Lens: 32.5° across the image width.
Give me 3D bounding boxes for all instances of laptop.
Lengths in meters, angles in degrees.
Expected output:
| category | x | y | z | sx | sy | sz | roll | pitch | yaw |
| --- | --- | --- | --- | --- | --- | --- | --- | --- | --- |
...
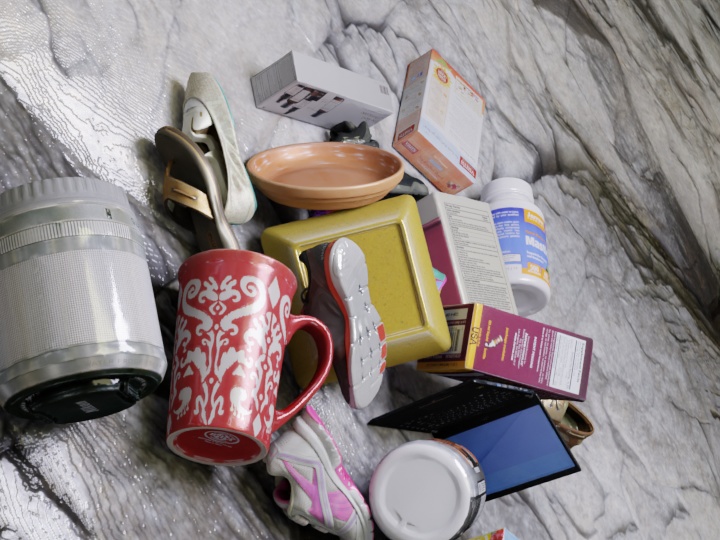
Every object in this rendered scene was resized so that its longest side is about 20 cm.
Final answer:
| category | x | y | z | sx | sy | sz | roll | pitch | yaw |
| --- | --- | --- | --- | --- | --- | --- | --- | --- | --- |
| laptop | 0.144 | 0.220 | 1.559 | 0.199 | 0.177 | 0.104 | 15 | 57 | -46 |

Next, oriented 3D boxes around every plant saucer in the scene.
| category | x | y | z | sx | sy | sz | roll | pitch | yaw |
| --- | --- | --- | --- | --- | --- | --- | --- | --- | --- |
| plant saucer | -0.001 | 0.022 | 1.487 | 0.198 | 0.048 | 0.202 | -14 | 86 | -10 |
| plant saucer | -0.044 | -0.118 | 1.551 | 0.200 | 0.199 | 0.038 | -33 | 128 | -54 |

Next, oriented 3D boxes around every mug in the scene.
| category | x | y | z | sx | sy | sz | roll | pitch | yaw |
| --- | --- | --- | --- | --- | --- | --- | --- | --- | --- |
| mug | -0.121 | 0.097 | 1.322 | 0.134 | 0.176 | 0.201 | 89 | 5 | -59 |

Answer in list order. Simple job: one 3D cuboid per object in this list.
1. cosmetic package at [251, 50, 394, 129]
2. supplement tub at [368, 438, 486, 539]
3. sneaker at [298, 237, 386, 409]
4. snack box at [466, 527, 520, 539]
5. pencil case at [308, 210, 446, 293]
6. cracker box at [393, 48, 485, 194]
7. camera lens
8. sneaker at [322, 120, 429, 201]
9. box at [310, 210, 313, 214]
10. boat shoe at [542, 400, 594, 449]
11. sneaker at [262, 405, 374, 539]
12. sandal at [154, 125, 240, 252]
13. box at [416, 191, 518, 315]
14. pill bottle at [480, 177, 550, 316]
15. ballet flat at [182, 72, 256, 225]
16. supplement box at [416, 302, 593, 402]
| category | x | y | z | sx | sy | sz | roll | pitch | yaw |
| --- | --- | --- | --- | --- | --- | --- | --- | --- | --- |
| cosmetic package | -0.049 | -0.238 | 1.690 | 0.199 | 0.082 | 0.051 | 10 | 63 | -48 |
| supplement tub | 0.084 | 0.261 | 1.458 | 0.200 | 0.122 | 0.123 | 33 | 36 | -78 |
| sneaker | -0.026 | 0.061 | 1.430 | 0.077 | 0.081 | 0.202 | -20 | 104 | -56 |
| snack box | 0.134 | 0.385 | 1.421 | 0.168 | 0.199 | 0.068 | 40 | 42 | -29 |
| pencil case | 0.009 | -0.011 | 1.557 | 0.199 | 0.089 | 0.089 | 32 | 41 | -3 |
| cracker box | 0.125 | -0.230 | 1.923 | 0.134 | 0.058 | 0.201 | 40 | 40 | -28 |
| camera lens | -0.274 | 0.033 | 1.165 | 0.159 | 0.159 | 0.201 | 7 | 63 | -49 |
| sneaker | 0.020 | -0.149 | 1.723 | 0.199 | 0.076 | 0.115 | 7 | 69 | -43 |
| box | 0.000 | 0.000 | 1.643 | 0.121 | 0.032 | 0.201 | 7 | 64 | -50 |
| boat shoe | 0.271 | 0.197 | 1.822 | 0.200 | 0.074 | 0.076 | 36 | 43 | -33 |
| sneaker | -0.051 | 0.249 | 1.389 | 0.201 | 0.088 | 0.081 | 65 | -9 | -26 |
| sandal | -0.195 | -0.072 | 1.418 | 0.054 | 0.080 | 0.201 | -21 | 89 | -33 |
| box | 0.127 | 0.007 | 1.730 | 0.127 | 0.109 | 0.201 | 9 | 62 | -47 |
| pill bottle | 0.229 | -0.039 | 1.886 | 0.112 | 0.112 | 0.201 | 30 | 48 | -37 |
| ballet flat | -0.180 | -0.150 | 1.485 | 0.062 | 0.067 | 0.201 | -13 | 78 | -44 |
| supplement box | 0.187 | 0.107 | 1.584 | 0.199 | 0.110 | 0.086 | 17 | 77 | -30 |
